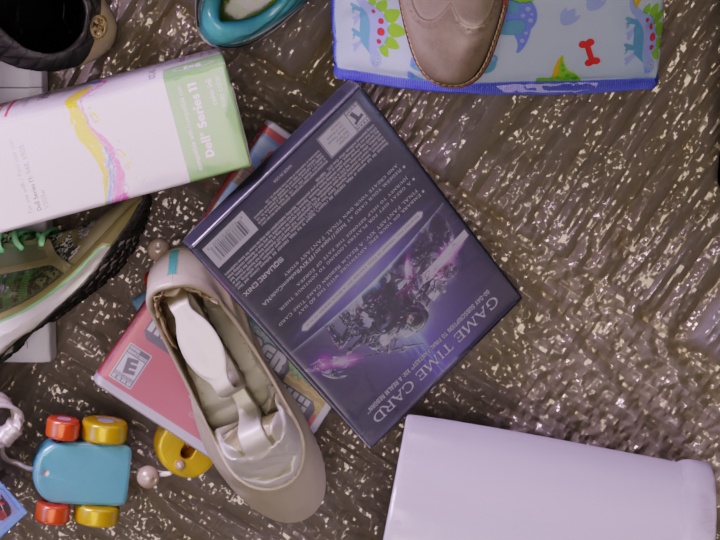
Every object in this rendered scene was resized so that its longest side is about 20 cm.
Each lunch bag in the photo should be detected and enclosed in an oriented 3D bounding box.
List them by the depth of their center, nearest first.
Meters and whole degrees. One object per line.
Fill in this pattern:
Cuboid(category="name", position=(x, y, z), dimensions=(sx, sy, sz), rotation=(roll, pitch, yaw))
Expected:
Cuboid(category="lunch bag", position=(0.078, -0.199, 1.105), dimensions=(0.198, 0.128, 0.172), rotation=(-4, 115, -6))

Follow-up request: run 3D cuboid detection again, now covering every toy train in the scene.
Cuboid(category="toy train", position=(-0.153, 0.076, 1.212), dimensions=(0.199, 0.056, 0.151), rotation=(-34, 106, -7))

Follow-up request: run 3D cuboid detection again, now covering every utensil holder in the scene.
Cuboid(category="utensil holder", position=(0.111, 0.188, 1.178), dimensions=(0.198, 0.170, 0.172), rotation=(11, 102, 3))

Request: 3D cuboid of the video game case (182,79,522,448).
Cuboid(category="video game case", position=(0.000, 0.000, 1.159), dimensions=(0.143, 0.019, 0.200), rotation=(-44, 123, -6))

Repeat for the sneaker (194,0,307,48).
Cuboid(category="sneaker", position=(-0.025, -0.210, 1.142), dimensions=(0.077, 0.080, 0.200), rotation=(43, 98, -8))

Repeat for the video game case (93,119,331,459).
Cuboid(category="video game case", position=(-0.059, 0.026, 1.190), dimensions=(0.142, 0.017, 0.201), rotation=(34, 89, -17))

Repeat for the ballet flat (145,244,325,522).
Cuboid(category="ballet flat", position=(-0.078, 0.080, 1.150), dimensions=(0.069, 0.070, 0.201), rotation=(-25, 105, 7))

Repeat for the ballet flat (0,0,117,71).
Cuboid(category="ballet flat", position=(-0.205, -0.160, 1.107), dimensions=(0.056, 0.199, 0.067), rotation=(4, 85, 28))

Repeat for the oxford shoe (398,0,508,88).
Cuboid(category="oxford shoe", position=(0.047, -0.193, 1.012), dimensions=(0.070, 0.075, 0.202), rotation=(3, 112, 10))

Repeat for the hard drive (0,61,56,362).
Cuboid(category="hard drive", position=(-0.269, -0.040, 1.215), dimensions=(0.130, 0.027, 0.202), rotation=(1, 102, 2))

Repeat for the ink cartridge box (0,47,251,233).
Cuboid(category="ink cartridge box", position=(-0.172, -0.078, 1.136), dimensions=(0.198, 0.117, 0.068), rotation=(-15, 103, -3))

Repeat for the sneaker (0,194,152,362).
Cuboid(category="sneaker", position=(-0.223, -0.003, 1.174), dimensions=(0.199, 0.077, 0.089), rotation=(-36, 91, 5))

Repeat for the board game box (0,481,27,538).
Cuboid(category="board game box", position=(-0.304, 0.094, 1.184), dimensions=(0.037, 0.151, 0.200), rotation=(-44, 98, -21))

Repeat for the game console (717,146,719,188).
Cuboid(category="game console", position=(0.326, -0.149, 1.173), dimensions=(0.198, 0.117, 0.178), rotation=(-2, 72, 2))
